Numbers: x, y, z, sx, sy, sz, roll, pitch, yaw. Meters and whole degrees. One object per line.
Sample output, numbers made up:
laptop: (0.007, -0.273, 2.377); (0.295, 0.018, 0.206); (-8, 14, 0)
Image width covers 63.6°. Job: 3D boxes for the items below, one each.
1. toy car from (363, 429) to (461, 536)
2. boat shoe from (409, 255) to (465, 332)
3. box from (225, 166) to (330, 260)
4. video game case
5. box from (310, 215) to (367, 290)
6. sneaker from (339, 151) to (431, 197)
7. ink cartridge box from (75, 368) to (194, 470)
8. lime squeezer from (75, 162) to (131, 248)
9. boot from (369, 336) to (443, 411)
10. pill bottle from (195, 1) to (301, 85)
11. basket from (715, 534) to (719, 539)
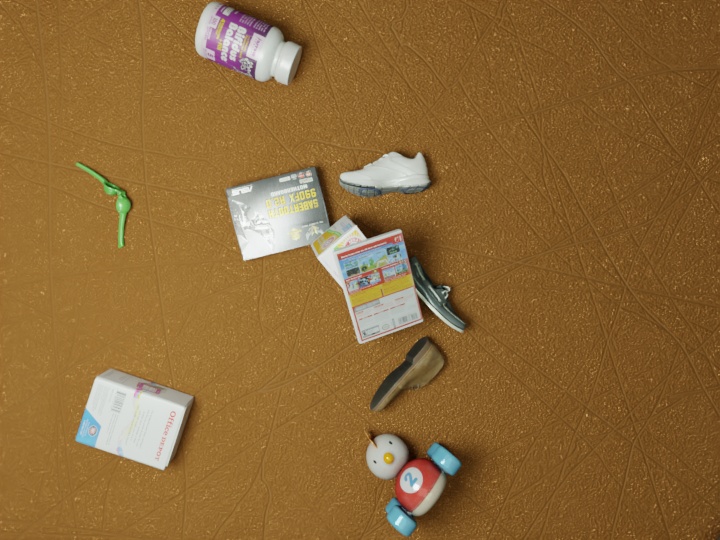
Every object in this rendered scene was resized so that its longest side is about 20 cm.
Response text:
toy car: (0.078, 0.416, 1.241); (0.200, 0.177, 0.185); (38, 81, 8)
boat shoe: (0.164, 0.052, 1.261); (0.200, 0.073, 0.062); (44, 95, 1)
box: (-0.173, -0.121, 1.248); (0.198, 0.048, 0.160); (-13, 94, -1)
video game case: (0.038, 0.033, 1.156); (0.142, 0.017, 0.202); (-18, 109, -8)
box: (0.000, 0.000, 1.208); (0.101, 0.113, 0.200); (-39, 109, 1)
sneaker: (0.051, -0.208, 1.250); (0.198, 0.075, 0.088); (-4, 82, -9)
ink cartridge box: (-0.478, 0.317, 1.245); (0.198, 0.085, 0.146); (20, 93, -2)
lime squeezer: (-0.533, -0.154, 1.245); (0.070, 0.038, 0.201); (-24, 96, 31)
boot: (0.104, 0.245, 1.275); (0.075, 0.074, 0.200); (44, 89, -14)
pill bottle: (-0.226, -0.459, 1.194); (0.198, 0.112, 0.113); (22, 92, -3)
basket: (0.906, 0.598, 1.296); (0.200, 0.136, 0.181); (-41, 99, 4)
